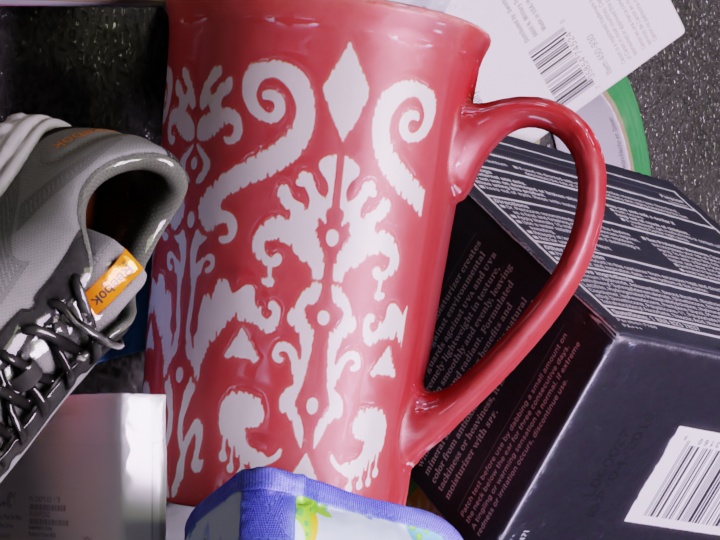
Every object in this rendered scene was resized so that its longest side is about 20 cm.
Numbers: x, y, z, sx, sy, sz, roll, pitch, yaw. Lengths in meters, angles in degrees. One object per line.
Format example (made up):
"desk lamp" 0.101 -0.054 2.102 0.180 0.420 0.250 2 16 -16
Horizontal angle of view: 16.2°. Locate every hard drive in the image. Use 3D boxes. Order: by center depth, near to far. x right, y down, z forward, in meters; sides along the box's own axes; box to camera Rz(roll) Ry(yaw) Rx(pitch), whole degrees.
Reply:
"hard drive" -0.114 0.149 0.978 0.026 0.132 0.201 2 86 -32

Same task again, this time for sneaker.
"sneaker" -0.124 0.022 0.877 0.074 0.079 0.201 61 41 -42

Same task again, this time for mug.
"mug" -0.009 -0.002 0.995 0.133 0.177 0.201 12 85 -50

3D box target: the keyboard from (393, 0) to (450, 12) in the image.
"keyboard" -0.022 -0.049 1.134 0.056 0.011 0.201 10 120 -30

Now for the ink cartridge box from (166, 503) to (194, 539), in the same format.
"ink cartridge box" -0.063 0.171 1.155 0.200 0.043 0.174 -28 112 -57

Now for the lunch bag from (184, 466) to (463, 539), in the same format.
"lunch bag" -0.017 0.177 0.929 0.200 0.127 0.171 60 27 -67

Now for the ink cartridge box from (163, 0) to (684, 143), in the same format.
"ink cartridge box" 0.030 -0.117 1.173 0.083 0.200 0.147 55 0 44

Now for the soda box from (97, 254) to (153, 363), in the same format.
"soda box" -0.158 0.013 0.964 0.200 0.068 0.065 -15 102 -60

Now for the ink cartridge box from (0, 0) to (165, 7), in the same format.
"ink cartridge box" -0.140 -0.187 0.993 0.200 0.075 0.166 -8 98 -61

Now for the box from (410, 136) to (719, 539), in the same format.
"box" 0.101 0.039 1.127 0.199 0.198 0.124 13 114 -39

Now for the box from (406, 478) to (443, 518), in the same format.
"box" 0.042 0.182 1.148 0.113 0.101 0.200 -46 136 -3

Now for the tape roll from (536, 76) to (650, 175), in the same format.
"tape roll" 0.109 -0.037 1.455 0.200 0.048 0.202 2 88 -60
